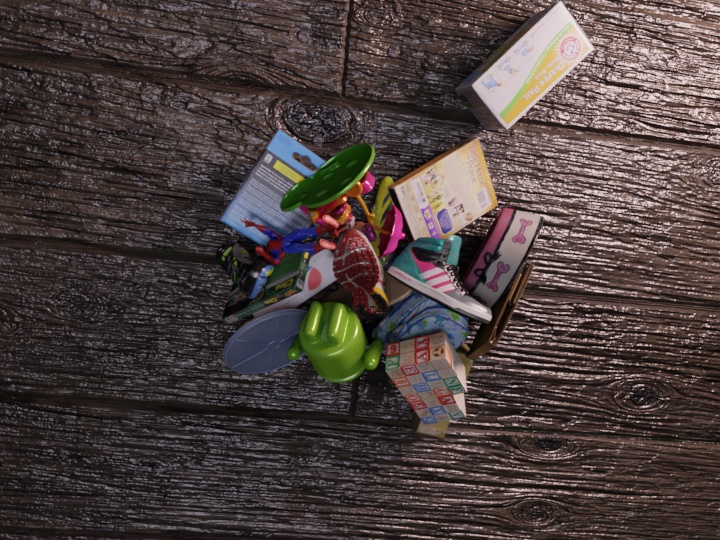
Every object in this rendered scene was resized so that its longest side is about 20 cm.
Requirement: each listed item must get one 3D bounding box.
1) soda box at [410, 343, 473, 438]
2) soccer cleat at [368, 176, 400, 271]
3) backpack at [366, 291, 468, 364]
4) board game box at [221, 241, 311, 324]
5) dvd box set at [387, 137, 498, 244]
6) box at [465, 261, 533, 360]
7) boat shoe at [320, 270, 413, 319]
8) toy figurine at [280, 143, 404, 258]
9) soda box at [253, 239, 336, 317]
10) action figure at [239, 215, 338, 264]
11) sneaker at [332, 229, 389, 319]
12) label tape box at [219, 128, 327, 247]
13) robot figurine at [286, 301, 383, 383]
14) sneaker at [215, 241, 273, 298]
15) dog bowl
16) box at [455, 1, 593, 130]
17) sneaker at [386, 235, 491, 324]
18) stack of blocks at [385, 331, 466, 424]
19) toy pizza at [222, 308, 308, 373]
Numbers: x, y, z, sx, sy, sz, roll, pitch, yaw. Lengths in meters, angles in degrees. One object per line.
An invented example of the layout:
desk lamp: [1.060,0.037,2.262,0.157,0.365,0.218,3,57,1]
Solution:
soda box: [0.173,0.251,1.104,0.064,0.068,0.200,16,103,-10]
soccer cleat: [0.037,-0.080,1.003,0.084,0.065,0.201,0,106,-3]
backpack: [0.125,0.117,1.016,0.163,0.154,0.200,33,101,-15]
board game box: [-0.174,0.025,0.952,0.200,0.105,0.023,-23,129,33]
dvd box set: [0.159,-0.140,0.971,0.200,0.029,0.147,-33,117,-16]
box: [0.258,0.084,0.975,0.021,0.200,0.164,26,75,8]
boat shoe: [0.017,0.056,1.022,0.200,0.065,0.072,-22,64,20]
toy figurine: [-0.011,-0.093,0.912,0.200,0.150,0.184,-21,126,29]
soda box: [-0.127,0.025,1.019,0.200,0.064,0.068,-34,106,4]
action figure: [-0.138,-0.055,0.878,0.099,0.200,0.065,22,67,-37]
sneaker: [0.000,0.000,0.901,0.078,0.082,0.200,-8,139,7]
label tape box: [-0.148,-0.142,0.970,0.144,0.063,0.200,33,101,-15]
robot figurine: [-0.046,0.137,0.970,0.175,0.116,0.200,2,146,13]
sneaker: [-0.218,-0.005,0.932,0.083,0.200,0.071,37,83,-30]
dog bowl: [0.262,-0.029,0.976,0.074,0.200,0.200,29,102,7]
box: [0.287,-0.358,0.922,0.200,0.113,0.101,-43,105,6]
sneaker: [0.160,0.002,0.913,0.200,0.084,0.121,29,89,13]
stack of blocks: [0.139,0.208,0.971,0.115,0.059,0.200,-16,131,20]
toy pizza: [-0.173,0.135,1.017,0.200,0.032,0.200,-19,145,-14]
